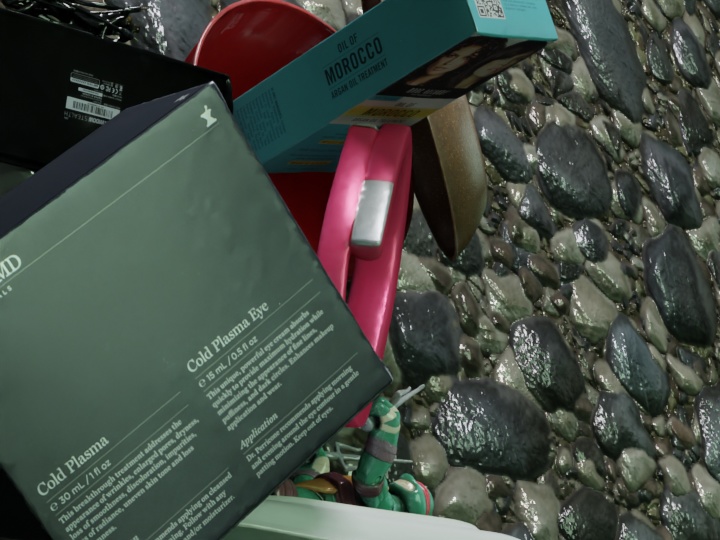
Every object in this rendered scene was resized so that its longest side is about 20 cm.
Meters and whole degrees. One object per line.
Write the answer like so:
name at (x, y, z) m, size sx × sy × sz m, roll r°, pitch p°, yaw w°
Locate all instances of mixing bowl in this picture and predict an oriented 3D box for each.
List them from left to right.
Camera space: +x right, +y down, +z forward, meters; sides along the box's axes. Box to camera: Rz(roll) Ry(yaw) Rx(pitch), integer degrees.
mixing bowl at (-0.070, -0.071, 1.162) m, size 0.199 × 0.108 × 0.202 m, roll 25°, pitch 53°, yaw -38°

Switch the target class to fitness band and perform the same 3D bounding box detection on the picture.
fitness band at (0.000, 0.000, 1.023) m, size 0.037 × 0.144 × 0.201 m, roll 8°, pitch 42°, yaw 6°

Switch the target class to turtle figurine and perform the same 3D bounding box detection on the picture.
turtle figurine at (-0.019, 0.136, 1.082) m, size 0.199 × 0.150 × 0.101 m, roll 0°, pitch 65°, yaw -33°

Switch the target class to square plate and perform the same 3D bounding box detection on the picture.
square plate at (-0.024, 0.160, 0.965) m, size 0.198 × 0.198 × 0.029 m, roll 11°, pitch 68°, yaw -24°

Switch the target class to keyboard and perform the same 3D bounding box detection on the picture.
keyboard at (-0.153, -0.101, 0.928) m, size 0.199 × 0.039 × 0.105 m, roll 13°, pitch 84°, yaw -45°

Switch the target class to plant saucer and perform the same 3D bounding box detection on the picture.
plant saucer at (0.048, -0.107, 1.181) m, size 0.200 × 0.036 × 0.202 m, roll 162°, pitch -90°, yaw -86°

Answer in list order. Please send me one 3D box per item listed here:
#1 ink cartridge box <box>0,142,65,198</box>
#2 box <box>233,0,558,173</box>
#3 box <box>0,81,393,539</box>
ink cartridge box at (-0.173, 0.003, 0.980) m, size 0.201 × 0.145 × 0.088 m, roll 55°, pitch 40°, yaw -11°
box at (0.017, -0.120, 1.042) m, size 0.082 × 0.199 × 0.050 m, roll -4°, pitch 72°, yaw -48°
box at (-0.118, 0.040, 0.845) m, size 0.200 × 0.104 × 0.183 m, roll -39°, pitch 109°, yaw -29°
